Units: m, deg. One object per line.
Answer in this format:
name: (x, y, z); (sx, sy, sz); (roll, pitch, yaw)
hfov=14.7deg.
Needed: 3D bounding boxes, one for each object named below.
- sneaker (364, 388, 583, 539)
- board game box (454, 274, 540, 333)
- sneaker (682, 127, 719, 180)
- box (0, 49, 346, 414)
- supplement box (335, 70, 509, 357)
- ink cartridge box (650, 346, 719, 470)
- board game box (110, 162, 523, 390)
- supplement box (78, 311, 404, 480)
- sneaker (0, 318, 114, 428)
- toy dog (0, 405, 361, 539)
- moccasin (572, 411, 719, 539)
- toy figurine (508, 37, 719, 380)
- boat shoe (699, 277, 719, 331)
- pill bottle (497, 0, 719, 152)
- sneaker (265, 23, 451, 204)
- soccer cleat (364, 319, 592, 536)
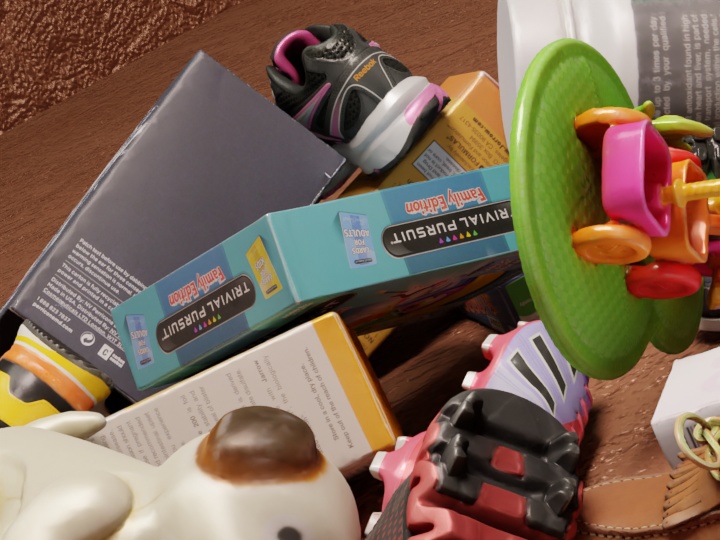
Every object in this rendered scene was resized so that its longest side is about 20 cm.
sneaker: (0.027, 0.138, 1.016); (0.200, 0.071, 0.098); (-71, 8, -46)
board game box: (0.113, -0.019, 1.569); (0.135, 0.034, 0.200); (-28, 12, -8)
sneaker: (0.214, -0.049, 1.401); (0.200, 0.078, 0.085); (-16, -19, -9)
box: (-0.120, -0.003, 1.576); (0.182, 0.104, 0.200); (-54, 6, -18)
supplement box: (0.016, -0.019, 1.564); (0.200, 0.069, 0.067); (-49, 13, -10)
ink cartridge box: (0.217, 0.020, 1.181); (0.162, 0.057, 0.200); (-21, 18, 21)
board game box: (0.000, 0.000, 1.391); (0.200, 0.047, 0.151); (-14, -10, -38)
supplement box: (-0.083, 0.095, 1.332); (0.200, 0.074, 0.126); (-26, -6, 1)
sneaker: (-0.173, 0.097, 1.474); (0.090, 0.070, 0.200); (-52, -13, -16)
toy dog: (-0.095, 0.128, 1.179); (0.200, 0.140, 0.194); (-8, 22, 21)
moccasin: (0.155, 0.073, 1.009); (0.201, 0.078, 0.074); (-13, 18, 46)
toy figurine: (0.188, -0.029, 1.199); (0.184, 0.150, 0.200); (-7, -22, 28)
boat shoe: (0.235, -0.030, 1.309); (0.200, 0.063, 0.073); (-22, 16, 23)
pill bottle: (0.178, -0.112, 1.505); (0.200, 0.113, 0.113); (-4, 12, -3)
sneaker: (-0.017, -0.100, 1.581); (0.080, 0.086, 0.200); (-47, 9, -20)
soccer cleat: (0.071, 0.078, 1.231); (0.076, 0.067, 0.200); (15, 24, 21)
